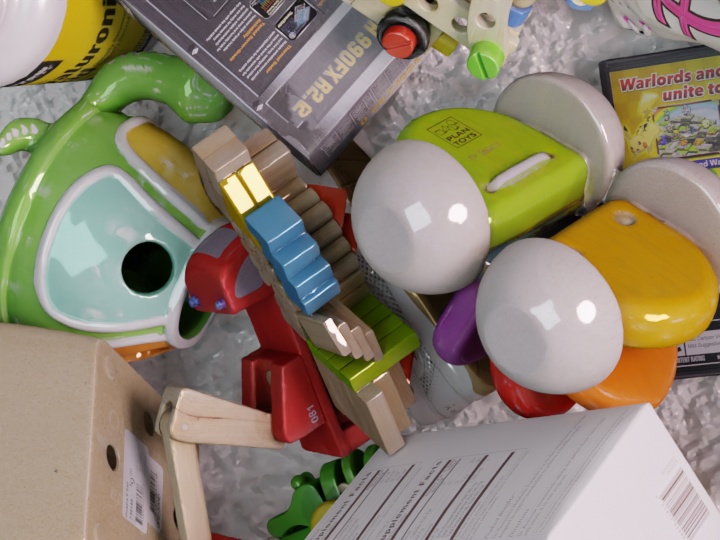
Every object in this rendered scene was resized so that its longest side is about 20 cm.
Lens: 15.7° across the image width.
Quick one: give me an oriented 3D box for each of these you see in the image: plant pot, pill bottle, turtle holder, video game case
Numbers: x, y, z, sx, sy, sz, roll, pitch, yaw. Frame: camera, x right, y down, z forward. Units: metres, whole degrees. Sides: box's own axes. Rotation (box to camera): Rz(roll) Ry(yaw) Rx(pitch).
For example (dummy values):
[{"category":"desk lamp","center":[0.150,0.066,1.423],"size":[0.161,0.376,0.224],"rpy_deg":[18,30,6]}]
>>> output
[{"category":"plant pot","center":[-0.199,0.141,1.498],"size":[0.177,0.200,0.200],"rpy_deg":[-12,57,19]},{"category":"pill bottle","center":[-0.200,-0.161,1.493],"size":[0.111,0.200,0.112],"rpy_deg":[3,97,23]},{"category":"turtle holder","center":[-0.135,-0.031,1.526],"size":[0.131,0.141,0.186],"rpy_deg":[23,68,19]},{"category":"video game case","center":[0.238,-0.039,1.416],"size":[0.199,0.025,0.181],"rpy_deg":[-7,93,24]}]

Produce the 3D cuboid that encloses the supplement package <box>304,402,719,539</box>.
[{"category":"supplement package","center":[0.080,0.153,1.369],"size":[0.200,0.110,0.114],"rpy_deg":[-10,120,47]}]

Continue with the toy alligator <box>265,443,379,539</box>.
[{"category":"toy alligator","center":[-0.014,0.134,1.523],"size":[0.199,0.059,0.054],"rpy_deg":[-14,90,24]}]

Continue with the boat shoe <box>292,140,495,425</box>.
[{"category":"boat shoe","center":[0.000,0.000,1.496],"size":[0.069,0.071,0.200],"rpy_deg":[-36,81,24]}]

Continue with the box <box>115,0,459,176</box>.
[{"category":"box","center":[-0.018,-0.180,1.460],"size":[0.158,0.048,0.200],"rpy_deg":[40,88,13]}]

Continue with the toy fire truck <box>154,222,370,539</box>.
[{"category":"toy fire truck","center":[-0.066,0.080,1.464],"size":[0.049,0.141,0.200],"rpy_deg":[4,120,56]}]

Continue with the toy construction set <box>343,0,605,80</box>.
[{"category":"toy construction set","center":[0.033,-0.181,1.360],"size":[0.200,0.092,0.131],"rpy_deg":[44,136,1]}]

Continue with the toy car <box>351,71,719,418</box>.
[{"category":"toy car","center":[0.092,0.001,1.391],"size":[0.200,0.175,0.150],"rpy_deg":[38,135,22]}]

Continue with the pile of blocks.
[{"category":"pile of blocks","center":[-0.013,0.001,1.411],"size":[0.062,0.082,0.200],"rpy_deg":[-36,109,-14]}]

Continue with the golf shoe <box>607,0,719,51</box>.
[{"category":"golf shoe","center":[0.179,-0.156,1.405],"size":[0.200,0.072,0.092],"rpy_deg":[49,136,23]}]
